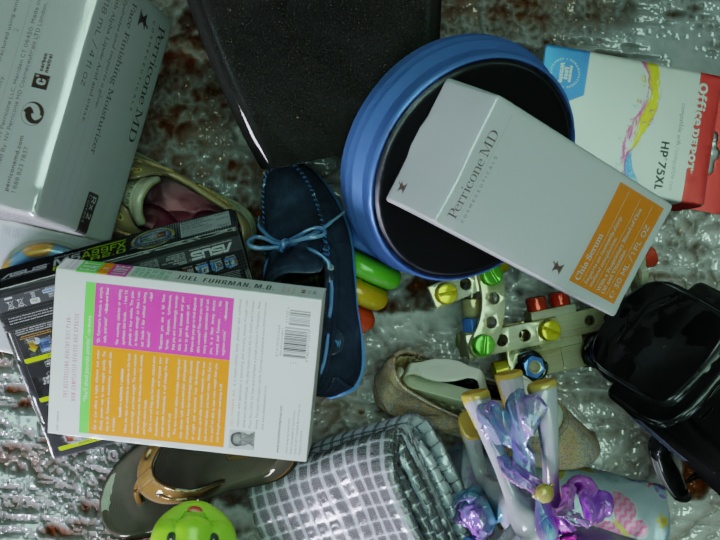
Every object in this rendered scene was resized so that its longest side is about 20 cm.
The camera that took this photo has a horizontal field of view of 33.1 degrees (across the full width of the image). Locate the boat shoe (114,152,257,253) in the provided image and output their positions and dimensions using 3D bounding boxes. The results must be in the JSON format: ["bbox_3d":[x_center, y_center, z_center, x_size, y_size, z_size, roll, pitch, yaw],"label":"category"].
[{"bbox_3d":[-0.182,-0.062,1.016,0.200,0.066,0.074,16,88,-5],"label":"boat shoe"}]

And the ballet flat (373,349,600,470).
[{"bbox_3d":[0.107,0.113,1.009,0.200,0.067,0.068,14,43,5],"label":"ballet flat"}]

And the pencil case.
[{"bbox_3d":[0.162,0.208,1.035,0.200,0.083,0.091,12,92,-5],"label":"pencil case"}]

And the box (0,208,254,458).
[{"bbox_3d":[-0.176,0.052,0.980,0.200,0.044,0.160,-15,116,-3],"label":"box"}]

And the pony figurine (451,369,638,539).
[{"bbox_3d":[0.130,0.181,0.889,0.166,0.193,0.200,-12,90,-7],"label":"pony figurine"}]

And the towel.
[{"bbox_3d":[0.012,0.231,0.985,0.165,0.086,0.200,-24,91,34],"label":"towel"}]

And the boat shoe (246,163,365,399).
[{"bbox_3d":[-0.041,0.001,0.975,0.084,0.069,0.200,-26,74,25],"label":"boat shoe"}]

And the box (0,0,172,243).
[{"bbox_3d":[-0.282,-0.144,0.949,0.200,0.131,0.199,14,86,15],"label":"box"}]

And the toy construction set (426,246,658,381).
[{"bbox_3d":[0.157,0.027,1.040,0.200,0.092,0.131,-11,90,6],"label":"toy construction set"}]

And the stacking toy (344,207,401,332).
[{"bbox_3d":[0.000,0.000,1.030,0.085,0.085,0.200,26,92,-4],"label":"stacking toy"}]

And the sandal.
[{"bbox_3d":[-0.140,0.164,0.992,0.200,0.055,0.082,-20,71,23],"label":"sandal"}]

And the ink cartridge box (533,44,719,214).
[{"bbox_3d":[0.240,-0.119,1.055,0.200,0.067,0.116,9,89,-5],"label":"ink cartridge box"}]

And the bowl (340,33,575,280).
[{"bbox_3d":[0.081,-0.083,0.943,0.200,0.039,0.201,-14,122,-24],"label":"bowl"}]

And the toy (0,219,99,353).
[{"bbox_3d":[-0.243,0.029,1.008,0.200,0.047,0.115,10,103,-9],"label":"toy"}]

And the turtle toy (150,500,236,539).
[{"bbox_3d":[-0.138,0.277,0.984,0.145,0.101,0.200,2,103,-5],"label":"turtle toy"}]

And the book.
[{"bbox_3d":[-0.132,0.068,0.918,0.200,0.048,0.134,8,109,3],"label":"book"}]

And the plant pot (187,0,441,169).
[{"bbox_3d":[-0.034,-0.186,0.979,0.200,0.200,0.178,-13,103,-5],"label":"plant pot"}]

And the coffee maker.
[{"bbox_3d":[0.308,0.109,0.964,0.200,0.192,0.135,40,66,-34],"label":"coffee maker"}]

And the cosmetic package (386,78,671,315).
[{"bbox_3d":[0.130,-0.052,0.906,0.200,0.071,0.102,24,94,-34],"label":"cosmetic package"}]
